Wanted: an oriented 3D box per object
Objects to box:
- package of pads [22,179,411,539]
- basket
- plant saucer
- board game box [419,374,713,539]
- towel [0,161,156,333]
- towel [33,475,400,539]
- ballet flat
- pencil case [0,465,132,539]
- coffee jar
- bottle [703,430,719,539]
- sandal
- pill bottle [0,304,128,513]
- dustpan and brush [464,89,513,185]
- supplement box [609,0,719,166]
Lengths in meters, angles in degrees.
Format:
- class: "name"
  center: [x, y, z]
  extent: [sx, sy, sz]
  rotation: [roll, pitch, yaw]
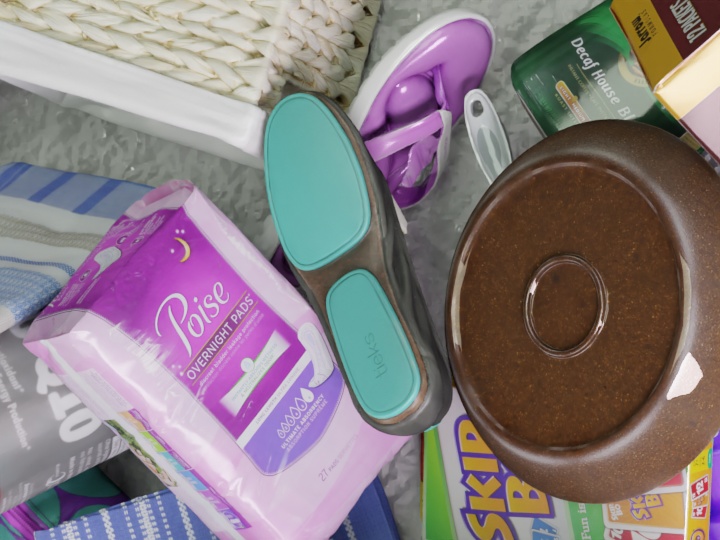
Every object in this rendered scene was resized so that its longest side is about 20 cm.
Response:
- class: "package of pads"
  center: [-0.072, 0.060, 1.457]
  extent: [0.121, 0.200, 0.076]
  rotation: [-52, 19, -26]
- class: "basket"
  center: [-0.104, -0.140, 1.556]
  extent: [0.199, 0.135, 0.124]
  rotation: [17, 88, 25]
- class: "plant saucer"
  center: [0.113, 0.019, 1.395]
  extent: [0.200, 0.034, 0.201]
  rotation: [-6, 81, 42]
- class: "board game box"
  center: [0.101, 0.117, 1.446]
  extent: [0.199, 0.030, 0.096]
  rotation: [13, 107, 44]
- class: "towel"
  center: [-0.212, -0.007, 1.506]
  extent: [0.146, 0.200, 0.024]
  rotation: [11, 124, 41]
- class: "towel"
  center: [-0.069, 0.180, 1.495]
  extent: [0.199, 0.024, 0.145]
  rotation: [-16, 64, -11]
- class: "ballet flat"
  center: [0.000, 0.000, 1.452]
  extent: [0.068, 0.068, 0.201]
  rotation: [-26, 69, 22]
- class: "pencil case"
  center: [-0.139, 0.184, 1.548]
  extent: [0.200, 0.092, 0.085]
  rotation: [42, 100, 24]
- class: "coffee jar"
  center: [0.186, -0.127, 1.454]
  extent: [0.200, 0.085, 0.105]
  rotation: [-38, 70, 14]
- class: "bottle"
  center: [0.201, 0.080, 1.418]
  extent: [0.065, 0.083, 0.201]
  rotation: [-11, 85, 37]
- class: "sandal"
  center: [0.018, -0.059, 1.522]
  extent: [0.203, 0.082, 0.050]
  rotation: [-52, 55, 22]
- class: "pill bottle"
  center: [-0.164, 0.054, 1.516]
  extent: [0.199, 0.114, 0.114]
  rotation: [-27, 67, -25]
- class: "dustpan and brush"
  center: [0.097, -0.003, 1.488]
  extent: [0.139, 0.057, 0.201]
  rotation: [-21, 74, 20]
- class: "supplement box"
  center: [0.267, -0.108, 1.337]
  extent: [0.197, 0.133, 0.200]
  rotation: [-41, 110, 13]
